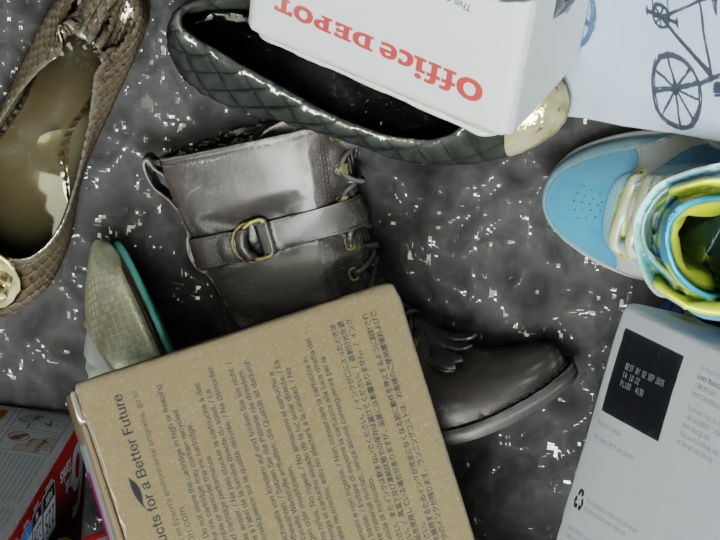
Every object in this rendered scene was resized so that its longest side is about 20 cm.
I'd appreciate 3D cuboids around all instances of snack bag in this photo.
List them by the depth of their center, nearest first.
[{"bbox_3d":[0.134,-0.154,1.374,0.200,0.021,0.190,16,118,51],"label":"snack bag"}]

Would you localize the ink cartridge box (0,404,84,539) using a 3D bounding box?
[{"bbox_3d":[-0.202,0.184,1.518,0.083,0.200,0.177,7,110,6],"label":"ink cartridge box"}]

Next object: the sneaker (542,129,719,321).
[{"bbox_3d":[0.144,-0.025,1.393,0.199,0.130,0.080,11,97,38],"label":"sneaker"}]

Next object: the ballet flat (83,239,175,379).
[{"bbox_3d":[-0.105,0.082,1.533,0.062,0.067,0.201,-28,104,-7],"label":"ballet flat"}]

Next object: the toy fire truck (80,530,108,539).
[{"bbox_3d":[-0.058,0.178,1.516,0.140,0.049,0.200,-25,141,16],"label":"toy fire truck"}]

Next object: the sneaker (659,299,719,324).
[{"bbox_3d":[0.184,0.098,1.505,0.082,0.071,0.201,-11,107,-9],"label":"sneaker"}]

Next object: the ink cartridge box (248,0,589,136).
[{"bbox_3d":[0.036,-0.181,1.358,0.144,0.084,0.201,25,131,19],"label":"ink cartridge box"}]

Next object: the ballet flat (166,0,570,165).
[{"bbox_3d":[0.002,-0.091,1.440,0.199,0.057,0.067,10,86,9],"label":"ballet flat"}]

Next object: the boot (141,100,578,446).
[{"bbox_3d":[0.000,0.000,1.495,0.199,0.069,0.175,-9,100,5],"label":"boot"}]

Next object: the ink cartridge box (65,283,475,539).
[{"bbox_3d":[-0.034,0.125,1.420,0.164,0.075,0.201,-17,89,-10],"label":"ink cartridge box"}]

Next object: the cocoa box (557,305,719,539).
[{"bbox_3d":[0.196,0.108,1.357,0.131,0.200,0.134,14,95,-20],"label":"cocoa box"}]

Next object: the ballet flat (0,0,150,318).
[{"bbox_3d":[-0.160,-0.060,1.506,0.067,0.046,0.201,28,111,-1],"label":"ballet flat"}]
